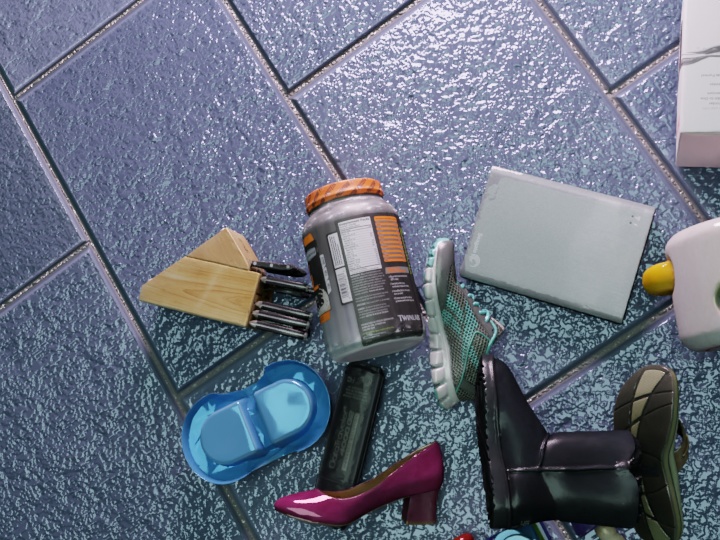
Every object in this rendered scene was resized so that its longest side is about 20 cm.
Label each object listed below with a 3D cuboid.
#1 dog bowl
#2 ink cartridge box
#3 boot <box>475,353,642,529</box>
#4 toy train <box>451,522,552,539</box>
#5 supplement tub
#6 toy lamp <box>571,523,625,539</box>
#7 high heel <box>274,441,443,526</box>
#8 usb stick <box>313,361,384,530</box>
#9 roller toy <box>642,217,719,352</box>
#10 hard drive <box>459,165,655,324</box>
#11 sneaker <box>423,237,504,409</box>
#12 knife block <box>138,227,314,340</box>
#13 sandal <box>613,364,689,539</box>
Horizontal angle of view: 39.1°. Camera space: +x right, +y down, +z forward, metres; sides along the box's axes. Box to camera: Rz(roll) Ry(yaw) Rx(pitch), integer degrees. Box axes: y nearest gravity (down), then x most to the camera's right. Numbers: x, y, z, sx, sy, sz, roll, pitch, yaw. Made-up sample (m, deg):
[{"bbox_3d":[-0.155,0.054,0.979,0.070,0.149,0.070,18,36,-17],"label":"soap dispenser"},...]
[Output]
[{"bbox_3d":[-0.123,0.188,1.251,0.199,0.050,0.112,-27,76,9],"label":"dog bowl"},{"bbox_3d":[0.397,-0.228,1.125,0.083,0.145,0.202,2,82,16],"label":"ink cartridge box"},{"bbox_3d":[0.215,0.185,1.108,0.167,0.077,0.201,-2,60,-4],"label":"boot"},{"bbox_3d":[0.118,0.341,1.128,0.199,0.116,0.085,-30,75,9],"label":"toy train"},{"bbox_3d":[0.000,0.000,1.209,0.122,0.123,0.201,-16,77,12],"label":"supplement tub"},{"bbox_3d":[0.296,0.321,1.115,0.058,0.058,0.200,-38,74,6],"label":"toy lamp"},{"bbox_3d":[-0.001,0.243,1.175,0.199,0.067,0.097,4,90,-19],"label":"high heel"},{"bbox_3d":[-0.016,0.211,1.228,0.055,0.033,0.201,12,85,23],"label":"usb stick"},{"bbox_3d":[0.418,0.005,1.067,0.181,0.200,0.141,-3,79,-21],"label":"roller toy"},{"bbox_3d":[0.231,-0.032,1.198,0.199,0.033,0.140,17,86,17],"label":"hard drive"},{"bbox_3d":[0.123,0.060,1.193,0.091,0.078,0.202,-6,95,6],"label":"sneaker"},{"bbox_3d":[-0.155,0.047,1.274,0.199,0.064,0.176,-33,74,8],"label":"knife block"},{"bbox_3d":[0.330,0.202,1.125,0.080,0.057,0.203,4,101,52],"label":"sandal"}]
